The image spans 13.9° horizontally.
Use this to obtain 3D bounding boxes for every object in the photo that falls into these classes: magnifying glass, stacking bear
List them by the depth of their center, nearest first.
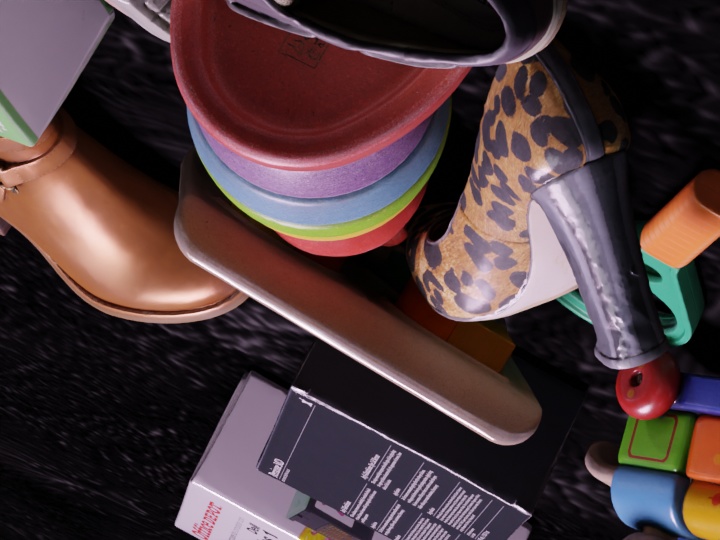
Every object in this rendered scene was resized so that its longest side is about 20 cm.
[{"bbox_3d":[-0.013,-0.063,1.200,0.121,0.114,0.200,28,168,11],"label":"stacking bear"},{"bbox_3d":[0.127,-0.007,1.279,0.079,0.022,0.200,30,164,-2],"label":"magnifying glass"}]

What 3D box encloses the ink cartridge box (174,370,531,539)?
[{"bbox_3d":[-0.009,0.158,1.829,0.200,0.084,0.145,29,162,1],"label":"ink cartridge box"}]

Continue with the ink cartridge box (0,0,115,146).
[{"bbox_3d":[-0.232,-0.148,1.326,0.200,0.084,0.146,18,159,29],"label":"ink cartridge box"}]

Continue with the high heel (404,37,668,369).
[{"bbox_3d":[0.057,-0.048,1.232,0.200,0.071,0.143,24,136,61],"label":"high heel"}]

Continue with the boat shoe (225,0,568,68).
[{"bbox_3d":[-0.023,-0.123,1.070,0.200,0.072,0.065,22,-163,8],"label":"boat shoe"}]

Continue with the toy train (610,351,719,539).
[{"bbox_3d":[0.190,0.105,1.305,0.085,0.116,0.200,22,170,-38],"label":"toy train"}]

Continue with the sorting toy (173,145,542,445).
[{"bbox_3d":[0.000,0.000,1.358,0.185,0.037,0.200,31,-170,-7],"label":"sorting toy"}]

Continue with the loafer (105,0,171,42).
[{"bbox_3d":[-0.120,-0.155,1.171,0.063,0.072,0.200,23,166,40],"label":"loafer"}]

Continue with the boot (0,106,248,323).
[{"bbox_3d":[-0.151,-0.052,1.494,0.200,0.074,0.155,19,156,20],"label":"boot"}]

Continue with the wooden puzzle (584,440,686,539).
[{"bbox_3d":[0.224,0.159,1.468,0.185,0.046,0.200,32,172,-36],"label":"wooden puzzle"}]

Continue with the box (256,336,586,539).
[{"bbox_3d":[0.028,0.088,1.591,0.141,0.079,0.200,26,163,0],"label":"box"}]
